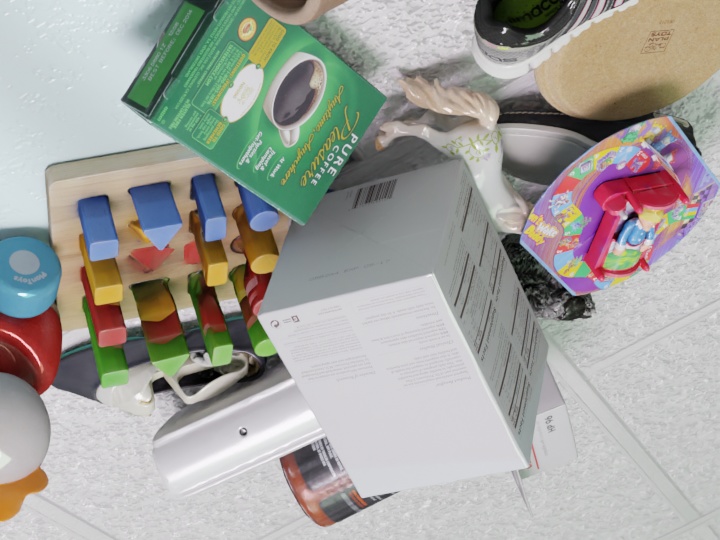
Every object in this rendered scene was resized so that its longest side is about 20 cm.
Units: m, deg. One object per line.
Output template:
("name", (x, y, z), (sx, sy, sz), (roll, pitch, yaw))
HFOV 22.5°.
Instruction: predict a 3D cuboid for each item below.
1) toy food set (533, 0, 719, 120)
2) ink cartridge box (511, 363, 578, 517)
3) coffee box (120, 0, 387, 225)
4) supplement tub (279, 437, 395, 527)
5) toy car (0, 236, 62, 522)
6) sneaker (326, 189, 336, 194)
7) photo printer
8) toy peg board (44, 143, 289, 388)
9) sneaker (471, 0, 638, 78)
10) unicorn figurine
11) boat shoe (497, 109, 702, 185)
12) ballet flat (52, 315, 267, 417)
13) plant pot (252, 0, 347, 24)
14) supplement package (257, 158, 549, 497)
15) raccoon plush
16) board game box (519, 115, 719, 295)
("toy food set", (0.225, -0.197, 1.425), (0.198, 0.049, 0.199), (-17, 145, -10))
("ink cartridge box", (0.147, 0.113, 1.688), (0.067, 0.201, 0.116), (-21, 147, 1))
("coffee box", (-0.074, -0.125, 1.328), (0.200, 0.044, 0.124), (31, 91, -51))
("supplement tub", (0.025, 0.166, 1.782), (0.199, 0.108, 0.107), (-27, 146, 11))
("toy car", (-0.313, 0.106, 1.423), (0.175, 0.201, 0.185), (1, 141, -23))
("sneaker", (0.000, 0.000, 1.571), (0.075, 0.088, 0.201), (-5, 128, 25))
("photo printer", (-0.081, 0.129, 1.647), (0.199, 0.070, 0.166), (-25, -177, 5))
("toy peg board", (-0.143, -0.001, 1.464), (0.198, 0.098, 0.200), (-11, 146, -15))
("sneaker", (0.158, -0.218, 1.304), (0.199, 0.074, 0.087), (-37, 166, 6))
("unicorn figurine", (0.089, -0.070, 1.471), (0.136, 0.074, 0.201), (2, 146, 13))
("boat shoe", (0.193, -0.111, 1.522), (0.198, 0.061, 0.074), (6, 150, -12))
("ballet flat", (-0.174, 0.090, 1.602), (0.198, 0.073, 0.073), (-12, 146, -13))
("plant pot", (-0.009, -0.277, 1.092), (0.174, 0.200, 0.201), (-31, 150, -19))
("supplement package", (0.040, 0.048, 1.442), (0.151, 0.151, 0.201), (-13, 124, 23))
("raccoon plush", (0.142, -0.033, 1.598), (0.198, 0.097, 0.135), (6, 103, -1))
("board game box", (0.223, -0.037, 1.488), (0.158, 0.039, 0.200), (-39, 144, 9))
